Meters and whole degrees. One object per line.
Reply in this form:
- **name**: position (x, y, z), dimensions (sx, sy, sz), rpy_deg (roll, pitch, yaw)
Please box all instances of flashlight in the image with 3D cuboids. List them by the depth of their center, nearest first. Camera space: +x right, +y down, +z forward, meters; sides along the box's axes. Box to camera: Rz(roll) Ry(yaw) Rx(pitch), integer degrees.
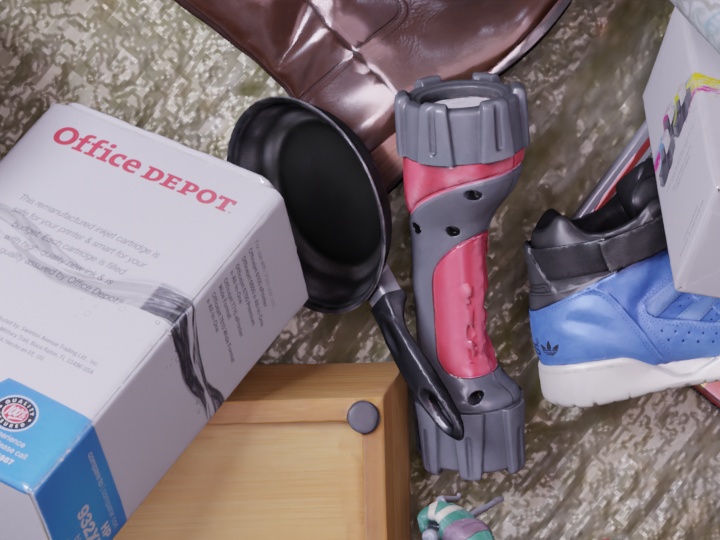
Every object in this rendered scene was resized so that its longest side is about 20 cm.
- **flashlight**: position (0.056, 0.005, 1.372), dimensions (0.067, 0.068, 0.201), rpy_deg (-7, 108, -4)

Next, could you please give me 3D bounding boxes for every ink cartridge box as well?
- **ink cartridge box**: position (-0.141, 0.031, 1.309), dimensions (0.145, 0.084, 0.200), rpy_deg (22, 57, 29)
- **ink cartridge box**: position (0.208, -0.068, 1.365), dimensions (0.114, 0.201, 0.068), rpy_deg (10, 129, -9)

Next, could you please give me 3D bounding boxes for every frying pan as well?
- **frying pan**: position (0.002, -0.014, 1.363), dimensions (0.031, 0.115, 0.190), rpy_deg (-26, 52, -39)

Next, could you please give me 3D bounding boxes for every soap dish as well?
- **soap dish**: position (-0.071, 0.128, 1.381), dimensions (0.199, 0.081, 0.159), rpy_deg (-1, 90, -6)

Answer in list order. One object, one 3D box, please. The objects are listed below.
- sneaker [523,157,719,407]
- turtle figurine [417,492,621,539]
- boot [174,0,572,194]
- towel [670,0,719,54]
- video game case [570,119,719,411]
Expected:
- **sneaker**: position (0.180, -0.005, 1.389), dimensions (0.199, 0.077, 0.112), rpy_deg (-11, 100, 1)
- **turtle figurine**: position (0.077, 0.181, 1.353), dimensions (0.200, 0.100, 0.150), rpy_deg (-38, 108, -31)
- **boot**: position (0.002, -0.167, 1.404), dimensions (0.186, 0.064, 0.200), rpy_deg (-45, 89, -6)
- **towel**: position (0.264, -0.115, 1.354), dimensions (0.199, 0.171, 0.048), rpy_deg (-12, 134, -33)
- **video game case**: position (0.213, 0.002, 1.440), dimensions (0.200, 0.017, 0.143), rpy_deg (38, 86, -3)
